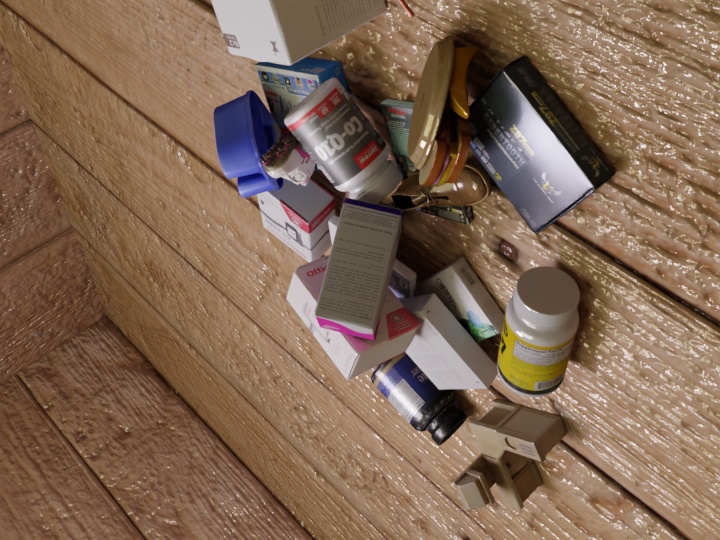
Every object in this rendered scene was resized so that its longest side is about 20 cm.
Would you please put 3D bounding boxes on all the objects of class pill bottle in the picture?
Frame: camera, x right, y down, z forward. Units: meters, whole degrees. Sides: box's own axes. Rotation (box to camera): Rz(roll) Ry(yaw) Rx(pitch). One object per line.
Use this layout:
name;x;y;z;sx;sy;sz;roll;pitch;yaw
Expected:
pill bottle;0.277;0.096;1.303;0.114;0.114;0.201;38;148;30
pill bottle;-0.024;-0.205;1.390;0.201;0.114;0.114;50;155;-15
pill bottle;0.124;0.259;1.741;0.200;0.111;0.112;45;152;17

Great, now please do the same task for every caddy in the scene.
caddy;-0.194;-0.234;1.541;0.142;0.104;0.202;57;-162;-58

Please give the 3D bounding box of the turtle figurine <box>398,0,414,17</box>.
turtle figurine;0.088;-0.433;1.066;0.160;0.064;0.202;7;119;47

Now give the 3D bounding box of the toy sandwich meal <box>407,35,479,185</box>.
toy sandwich meal;0.118;-0.223;1.171;0.069;0.207;0.206;12;150;-6

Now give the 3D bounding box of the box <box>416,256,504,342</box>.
box;0.172;0.067;1.528;0.145;0.036;0.200;55;155;1

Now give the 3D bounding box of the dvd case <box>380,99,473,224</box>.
dvd case;0.109;-0.177;1.369;0.145;0.022;0.202;20;139;49

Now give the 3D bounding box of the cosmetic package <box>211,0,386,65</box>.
cosmetic package;-0.100;-0.424;1.231;0.164;0.199;0.167;22;139;45

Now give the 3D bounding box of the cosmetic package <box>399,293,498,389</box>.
cosmetic package;0.141;0.135;1.545;0.200;0.052;0.150;49;154;-17

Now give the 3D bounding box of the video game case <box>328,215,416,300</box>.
video game case;0.024;0.002;1.592;0.199;0.023;0.183;36;159;21

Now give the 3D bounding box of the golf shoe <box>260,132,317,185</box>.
golf shoe;-0.111;-0.189;1.449;0.072;0.200;0.093;-24;105;19

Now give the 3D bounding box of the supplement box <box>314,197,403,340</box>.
supplement box;0.000;0.000;1.369;0.102;0.203;0.101;12;166;5

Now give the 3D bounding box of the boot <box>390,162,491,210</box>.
boot;0.123;-0.120;1.308;0.199;0.075;0.074;1;121;57

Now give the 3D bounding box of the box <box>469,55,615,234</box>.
box;0.232;-0.166;1.148;0.201;0.051;0.158;53;153;4

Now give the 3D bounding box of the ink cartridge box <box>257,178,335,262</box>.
ink cartridge box;-0.128;-0.117;1.697;0.145;0.084;0.200;38;161;14

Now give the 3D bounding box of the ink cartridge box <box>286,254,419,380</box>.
ink cartridge box;-0.016;0.071;1.483;0.200;0.145;0.083;51;142;25

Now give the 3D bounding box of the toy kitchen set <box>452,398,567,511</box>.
toy kitchen set;0.288;0.380;1.553;0.180;0.163;0.202;5;126;56

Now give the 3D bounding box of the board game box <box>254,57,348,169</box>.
board game box;-0.090;-0.286;1.532;0.199;0.056;0.198;23;140;46

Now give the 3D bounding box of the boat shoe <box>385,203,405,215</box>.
boat shoe;0.016;-0.088;1.565;0.071;0.070;0.200;51;154;-5
